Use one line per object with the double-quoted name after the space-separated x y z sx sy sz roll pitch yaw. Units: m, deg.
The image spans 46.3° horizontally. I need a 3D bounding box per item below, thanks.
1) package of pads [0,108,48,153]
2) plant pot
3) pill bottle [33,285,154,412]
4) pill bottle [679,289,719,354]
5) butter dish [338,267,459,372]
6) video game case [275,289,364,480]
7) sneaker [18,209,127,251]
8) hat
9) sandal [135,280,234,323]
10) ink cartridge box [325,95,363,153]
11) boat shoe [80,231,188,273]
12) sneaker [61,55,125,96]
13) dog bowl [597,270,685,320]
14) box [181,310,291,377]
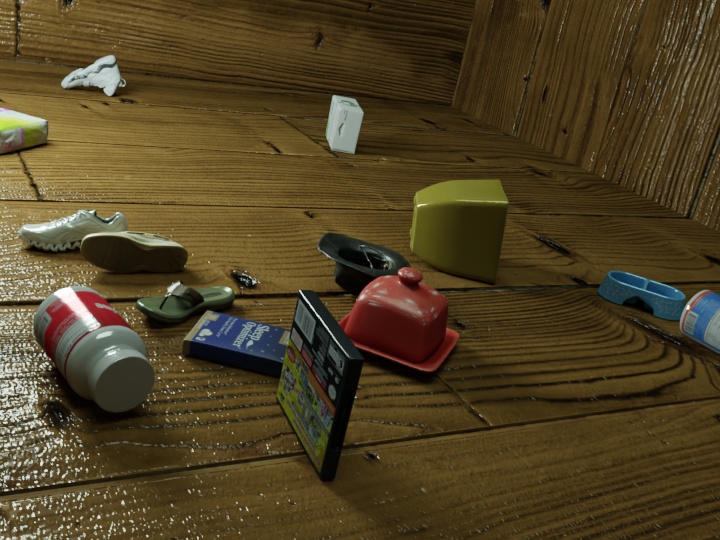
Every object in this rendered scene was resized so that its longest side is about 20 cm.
-0.904 -0.354 2.118 0.154 0.068 0.200 17 22 13 "package of pads"
0.217 -0.101 1.929 0.200 0.194 0.196 5 21 0 "plant pot"
-0.368 0.110 1.171 0.112 0.112 0.200 -7 28 -39 "pill bottle"
0.774 0.129 1.735 0.112 0.112 0.200 -5 27 -37 "pill bottle"
0.074 0.066 1.471 0.199 0.148 0.200 18 22 17 "butter dish"
-0.059 0.149 1.141 0.025 0.181 0.200 3 23 -26 "video game case"
-0.543 -0.080 1.605 0.200 0.081 0.075 1 25 -22 "sneaker"
0.000 0.000 1.696 0.200 0.081 0.201 18 23 -8 "hat"
-0.302 0.042 1.452 0.080 0.057 0.201 26 25 32 "sandal"
-0.056 -0.486 2.801 0.084 0.146 0.200 8 22 -12 "ink cartridge box"
-0.428 -0.038 1.578 0.200 0.074 0.069 9 17 -33 "boat shoe"
-0.891 -0.630 2.822 0.200 0.115 0.075 -27 28 -4 "sneaker"
0.654 0.054 1.946 0.200 0.050 0.111 20 22 18 "dog bowl"
-0.173 0.121 1.361 0.200 0.032 0.121 14 21 3 "box"
